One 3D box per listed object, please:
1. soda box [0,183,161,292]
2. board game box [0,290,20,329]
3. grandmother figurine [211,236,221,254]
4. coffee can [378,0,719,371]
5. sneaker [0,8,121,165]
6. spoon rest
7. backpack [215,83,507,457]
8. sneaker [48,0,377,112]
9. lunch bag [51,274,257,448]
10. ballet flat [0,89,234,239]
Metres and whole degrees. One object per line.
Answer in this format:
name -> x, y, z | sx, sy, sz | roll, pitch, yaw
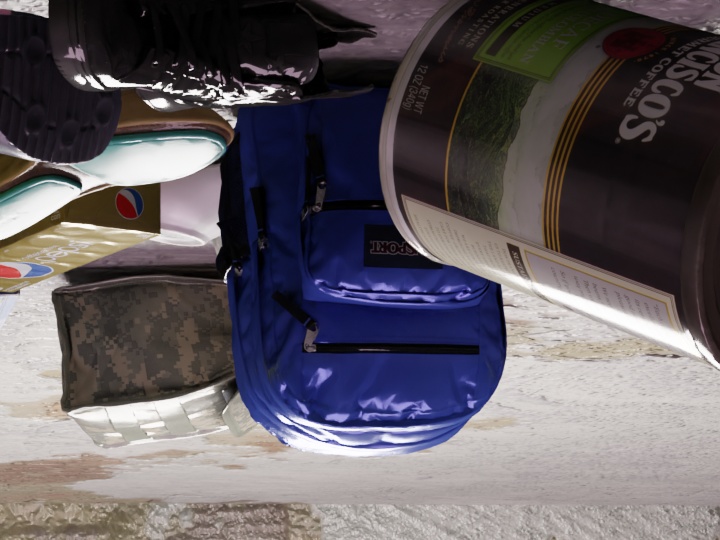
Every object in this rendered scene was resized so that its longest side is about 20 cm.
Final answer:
soda box -> -0.198, -0.037, 1.514 | 0.068, 0.064, 0.200 | 7, 165, -33
board game box -> -0.325, 0.011, 1.735 | 0.199, 0.062, 0.200 | -2, 167, 0
grandmother figurine -> -0.033, -0.009, 1.701 | 0.121, 0.061, 0.200 | -38, 149, 22
coffee can -> 0.128, -0.045, 1.145 | 0.146, 0.147, 0.200 | 11, -172, -46
sneaker -> -0.200, -0.096, 1.164 | 0.082, 0.070, 0.200 | 11, 177, 39
spoon rest -> -0.075, -0.044, 1.551 | 0.200, 0.061, 0.099 | 8, 171, 21
backpack -> 0.000, 0.000, 1.383 | 0.162, 0.201, 0.168 | 1, 168, -7
sneaker -> -0.068, -0.111, 1.199 | 0.104, 0.060, 0.200 | -4, 173, 17
lunch bag -> -0.124, 0.066, 1.901 | 0.199, 0.118, 0.164 | -8, 167, 0
ballet flat -> -0.155, -0.073, 1.361 | 0.200, 0.063, 0.069 | -17, 153, 32
